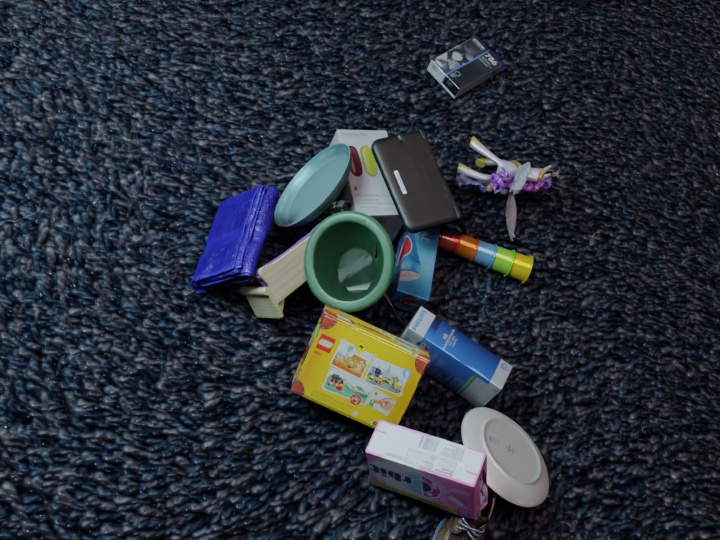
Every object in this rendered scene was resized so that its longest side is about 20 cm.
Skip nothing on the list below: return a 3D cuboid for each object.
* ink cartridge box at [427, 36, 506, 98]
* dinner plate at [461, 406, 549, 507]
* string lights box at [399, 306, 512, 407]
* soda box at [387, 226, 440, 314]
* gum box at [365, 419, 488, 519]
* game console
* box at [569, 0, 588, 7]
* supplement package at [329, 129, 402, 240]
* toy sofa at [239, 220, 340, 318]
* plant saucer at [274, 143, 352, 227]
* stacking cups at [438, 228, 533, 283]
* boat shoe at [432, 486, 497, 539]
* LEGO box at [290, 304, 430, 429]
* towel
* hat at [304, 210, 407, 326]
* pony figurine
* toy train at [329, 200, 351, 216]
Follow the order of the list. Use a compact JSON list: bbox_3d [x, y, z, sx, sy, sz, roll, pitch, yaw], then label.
[{"bbox_3d":[0.256,-0.480,2.093,0.199,0.039,0.100,-35,76,-33],"label":"ink cartridge box"},{"bbox_3d":[0.262,0.322,1.589,0.199,0.024,0.201,27,34,-20],"label":"dinner plate"},{"bbox_3d":[0.165,0.162,1.646,0.199,0.103,0.059,34,56,1],"label":"string lights box"},{"bbox_3d":[0.106,-0.020,1.755,0.067,0.064,0.201,18,56,-9],"label":"soda box"},{"bbox_3d":[0.115,0.328,1.478,0.198,0.114,0.066,14,52,20],"label":"gum box"},{"bbox_3d":[0.117,-0.160,1.762,0.174,0.117,0.201,-16,72,-21],"label":"game console"},{"bbox_3d":[0.534,-0.825,2.343,0.195,0.124,0.201,21,56,-5],"label":"box"},{"bbox_3d":[0.007,-0.165,1.775,0.113,0.110,0.202,-3,62,-22],"label":"supplement package"},{"bbox_3d":[-0.122,-0.006,1.631,0.200,0.082,0.098,-40,114,-33],"label":"toy sofa"},{"bbox_3d":[-0.084,-0.155,1.700,0.027,0.199,0.201,40,52,-26],"label":"plant saucer"},{"bbox_3d":[0.246,-0.030,1.820,0.198,0.061,0.061,17,57,-5],"label":"stacking cups"},{"bbox_3d":[0.177,0.425,1.515,0.072,0.073,0.201,28,55,-2],"label":"boat shoe"},{"bbox_3d":[-0.001,0.171,1.549,0.199,0.077,0.150,25,98,-4],"label":"LEGO box"},{"bbox_3d":[-0.229,-0.060,1.614,0.050,0.147,0.201,45,45,-38],"label":"towel"},{"bbox_3d":[0.000,0.000,1.653,0.164,0.176,0.202,2,88,15],"label":"hat"},{"bbox_3d":[0.303,-0.187,1.887,0.198,0.167,0.194,19,47,10],"label":"pony figurine"},{"bbox_3d":[-0.012,-0.051,1.680,0.045,0.201,0.034,3,47,30],"label":"toy train"}]
